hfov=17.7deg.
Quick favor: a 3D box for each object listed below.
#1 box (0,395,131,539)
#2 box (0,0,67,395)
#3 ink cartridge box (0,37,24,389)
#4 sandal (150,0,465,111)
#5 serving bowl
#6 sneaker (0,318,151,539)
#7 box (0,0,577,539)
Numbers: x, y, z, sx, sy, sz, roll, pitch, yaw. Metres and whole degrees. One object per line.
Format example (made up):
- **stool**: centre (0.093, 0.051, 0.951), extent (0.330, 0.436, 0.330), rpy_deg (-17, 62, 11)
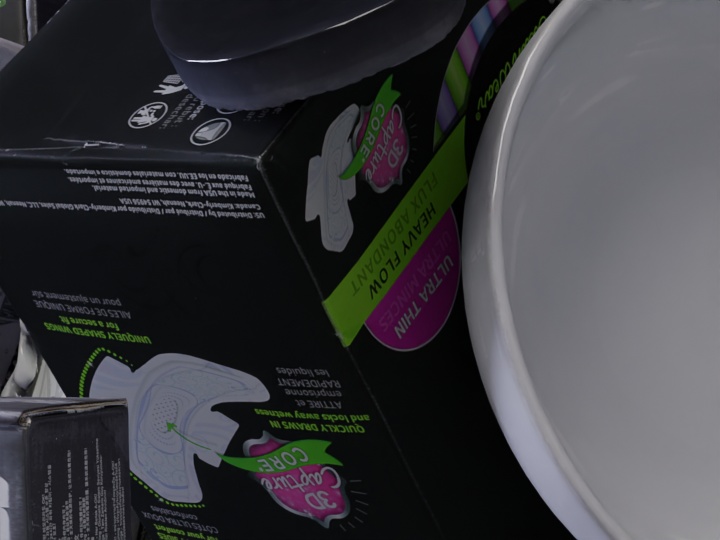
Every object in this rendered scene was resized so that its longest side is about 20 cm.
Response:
- **box**: centre (-0.132, 0.132, 0.603), extent (0.161, 0.200, 0.049), rpy_deg (-1, 1, 30)
- **box**: centre (-0.192, -0.016, 0.871), extent (0.200, 0.048, 0.193), rpy_deg (-8, 76, 24)
- **ink cartridge box**: centre (-0.193, -0.001, 0.797), extent (0.147, 0.083, 0.200), rpy_deg (20, 90, 28)
- **sandal**: centre (-0.029, -0.099, 0.611), extent (0.076, 0.043, 0.200), rpy_deg (-26, 33, -1)
- **serving bowl**: centre (0.111, 0.006, 0.631), extent (0.200, 0.200, 0.066), rpy_deg (-44, 7, -26)
- **sneaker**: centre (-0.080, 0.045, 0.745), extent (0.081, 0.075, 0.200), rpy_deg (36, 100, 44)
- **box**: centre (0.000, 0.000, 0.678), extent (0.124, 0.200, 0.149), rpy_deg (4, 43, 37)
